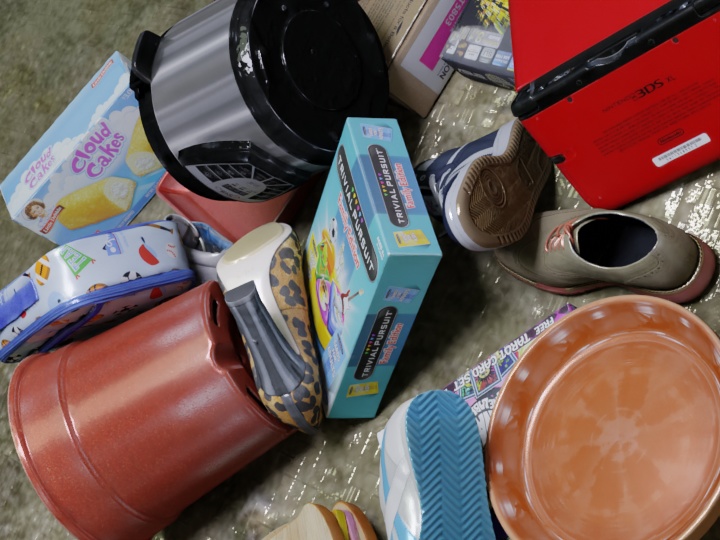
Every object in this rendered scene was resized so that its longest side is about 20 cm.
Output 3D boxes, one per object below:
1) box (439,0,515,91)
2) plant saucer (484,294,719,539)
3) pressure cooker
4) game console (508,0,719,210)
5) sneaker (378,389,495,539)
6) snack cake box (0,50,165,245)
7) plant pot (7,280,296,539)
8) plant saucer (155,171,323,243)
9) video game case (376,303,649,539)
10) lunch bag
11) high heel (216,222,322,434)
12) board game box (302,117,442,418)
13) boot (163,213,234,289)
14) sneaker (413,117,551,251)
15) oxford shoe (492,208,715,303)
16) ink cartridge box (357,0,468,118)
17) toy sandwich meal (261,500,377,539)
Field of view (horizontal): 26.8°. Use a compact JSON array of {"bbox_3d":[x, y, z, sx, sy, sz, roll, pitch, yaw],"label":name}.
[{"bbox_3d":[0.178,-0.223,1.277,0.199,0.049,0.162,25,88,47],"label":"box"},{"bbox_3d":[0.176,0.115,1.043,0.199,0.032,0.202,-20,56,32],"label":"plant saucer"},{"bbox_3d":[-0.094,-0.153,1.323,0.199,0.178,0.177,-16,101,45],"label":"pressure cooker"},{"bbox_3d":[0.219,-0.169,1.142,0.199,0.173,0.119,-27,22,41],"label":"game console"},{"bbox_3d":[0.053,0.191,1.091,0.081,0.076,0.202,141,131,-70],"label":"sneaker"},{"bbox_3d":[-0.272,-0.118,1.601,0.200,0.115,0.067,-46,43,14],"label":"snack cake box"},{"bbox_3d":[-0.167,0.116,1.318,0.194,0.201,0.202,-30,48,17],"label":"plant pot"},{"bbox_3d":[-0.096,-0.116,1.489,0.200,0.037,0.200,-56,41,4],"label":"plant saucer"},{"bbox_3d":[0.113,0.150,1.131,0.199,0.036,0.182,-36,48,24],"label":"video game case"},{"bbox_3d":[-0.252,0.024,1.372,0.200,0.159,0.076,-32,79,51],"label":"lunch bag"},{"bbox_3d":[-0.066,0.046,1.298,0.071,0.143,0.200,-20,21,12],"label":"high heel"},{"bbox_3d":[0.000,0.000,1.243,0.201,0.047,0.152,110,153,-44],"label":"board game box"},{"bbox_3d":[-0.176,-0.013,1.451,0.199,0.073,0.096,22,126,41],"label":"boot"},{"bbox_3d":[0.079,-0.053,1.201,0.108,0.070,0.200,-23,14,29],"label":"sneaker"},{"bbox_3d":[0.169,-0.024,1.148,0.199,0.075,0.071,4,71,46],"label":"oxford shoe"},{"bbox_3d":[0.043,-0.262,1.409,0.164,0.075,0.201,34,92,48],"label":"ink cartridge box"},{"bbox_3d":[-0.061,0.278,1.198,0.204,0.070,0.207,-23,53,33],"label":"toy sandwich meal"}]
